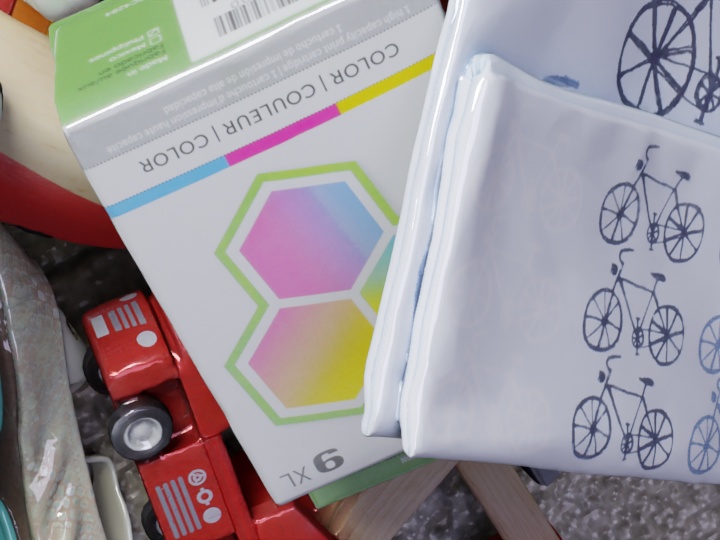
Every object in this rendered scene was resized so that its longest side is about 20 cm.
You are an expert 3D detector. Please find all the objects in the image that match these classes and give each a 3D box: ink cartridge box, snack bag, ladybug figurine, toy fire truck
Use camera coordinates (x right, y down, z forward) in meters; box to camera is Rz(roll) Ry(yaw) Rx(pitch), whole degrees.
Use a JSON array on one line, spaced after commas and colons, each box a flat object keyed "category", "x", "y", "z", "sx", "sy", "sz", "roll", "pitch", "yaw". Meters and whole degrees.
[{"category": "ink cartridge box", "x": 0.000, "y": 0.000, "z": 0.655, "sx": 0.103, "sy": 0.059, "sz": 0.201, "roll": -24, "pitch": 125, "yaw": 4}, {"category": "snack bag", "x": 0.084, "y": -0.041, "z": 0.641, "sx": 0.188, "sy": 0.021, "sz": 0.202, "roll": 12, "pitch": 90, "yaw": -48}, {"category": "ladybug figurine", "x": -0.107, "y": -0.064, "z": 0.711, "sx": 0.199, "sy": 0.136, "sz": 0.072, "roll": 27, "pitch": 118, "yaw": -28}, {"category": "toy fire truck", "x": -0.003, "y": 0.077, "z": 0.773, "sx": 0.140, "sy": 0.049, "sz": 0.201, "roll": -21, "pitch": 121, "yaw": -8}]

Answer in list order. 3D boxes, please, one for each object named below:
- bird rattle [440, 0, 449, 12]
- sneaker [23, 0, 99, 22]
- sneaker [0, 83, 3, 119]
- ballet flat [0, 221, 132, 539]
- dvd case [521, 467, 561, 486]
[{"category": "bird rattle", "x": -0.028, "y": -0.127, "z": 0.722, "sx": 0.162, "sy": 0.113, "sz": 0.201, "roll": 11, "pitch": 64, "yaw": 5}, {"category": "sneaker", "x": -0.088, "y": -0.170, "z": 0.607, "sx": 0.084, "sy": 0.075, "sz": 0.201, "roll": -29, "pitch": 128, "yaw": -16}, {"category": "sneaker", "x": -0.173, "y": 0.021, "z": 0.645, "sx": 0.080, "sy": 0.087, "sz": 0.200, "roll": 23, "pitch": 129, "yaw": -15}, {"category": "ballet flat", "x": -0.114, "y": 0.057, "z": 0.761, "sx": 0.062, "sy": 0.067, "sz": 0.202, "roll": -22, "pitch": 109, "yaw": -46}, {"category": "dvd case", "x": 0.112, "y": -0.026, "z": 0.786, "sx": 0.200, "sy": 0.025, "sz": 0.150, "roll": -43, "pitch": 149, "yaw": -6}]
